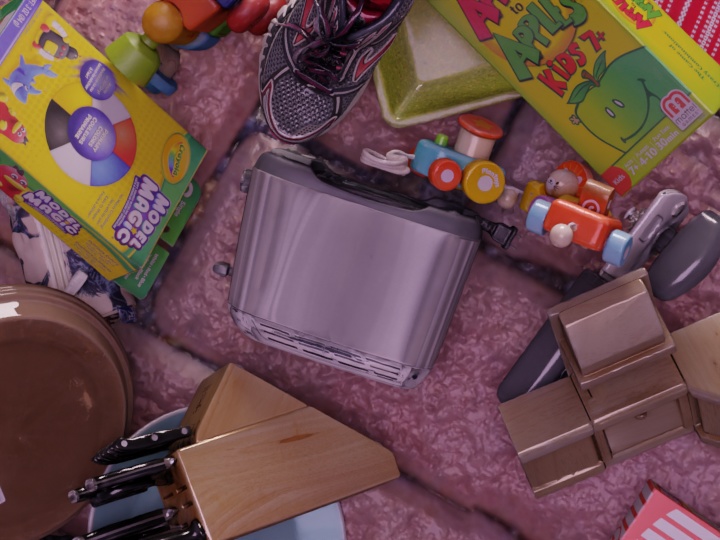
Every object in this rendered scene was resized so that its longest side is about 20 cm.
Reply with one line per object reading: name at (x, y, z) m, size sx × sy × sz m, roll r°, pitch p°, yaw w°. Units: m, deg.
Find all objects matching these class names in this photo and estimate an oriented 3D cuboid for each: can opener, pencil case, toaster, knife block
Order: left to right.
pencil case at (-0.223, -0.047, 1.347) m, size 0.078 × 0.089 × 0.200 m, roll -18°, pitch 91°, yaw -9°
knife block at (-0.094, 0.164, 1.302) m, size 0.200 × 0.064 × 0.176 m, roll 30°, pitch 65°, yaw -14°
toaster at (0.000, 0.000, 1.323) m, size 0.200 × 0.114 × 0.129 m, roll 18°, pitch 98°, yaw 1°
can opener at (0.175, 0.027, 1.332) m, size 0.200 × 0.053 × 0.066 m, roll -50°, pitch 57°, yaw 7°

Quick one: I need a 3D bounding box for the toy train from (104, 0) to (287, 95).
toy train at (-0.128, -0.172, 1.281) m, size 0.116 × 0.200 × 0.085 m, roll -43°, pitch 89°, yaw 10°

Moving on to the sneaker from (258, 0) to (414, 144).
sneaker at (-0.017, -0.164, 1.267) m, size 0.080 × 0.075 × 0.200 m, roll 25°, pitch 126°, yaw -7°

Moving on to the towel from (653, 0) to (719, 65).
towel at (0.261, -0.189, 1.306) m, size 0.200 × 0.022 × 0.145 m, roll 27°, pitch 85°, yaw -10°

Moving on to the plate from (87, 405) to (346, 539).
plate at (-0.103, 0.196, 1.344) m, size 0.200 × 0.026 × 0.201 m, roll 8°, pitch 73°, yaw -27°

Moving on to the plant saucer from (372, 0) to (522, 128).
plant saucer at (0.092, -0.219, 1.335) m, size 0.199 × 0.048 × 0.200 m, roll -14°, pitch 91°, yaw 5°

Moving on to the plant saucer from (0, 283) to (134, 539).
plant saucer at (-0.242, 0.107, 1.282) m, size 0.200 × 0.029 × 0.201 m, roll -13°, pitch 116°, yaw -28°

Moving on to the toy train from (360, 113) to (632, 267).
toy train at (0.107, -0.063, 1.281) m, size 0.200 × 0.150 × 0.056 m, roll 24°, pitch 98°, yaw 23°

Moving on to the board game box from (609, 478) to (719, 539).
board game box at (0.249, 0.269, 1.348) m, size 0.200 × 0.046 × 0.152 m, roll 33°, pitch 95°, yaw 2°

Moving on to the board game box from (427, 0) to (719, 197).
board game box at (0.143, -0.156, 1.261) m, size 0.200 × 0.048 × 0.102 m, roll 45°, pitch 135°, yaw 1°

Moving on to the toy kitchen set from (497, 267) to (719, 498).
toy kitchen set at (0.209, 0.116, 1.247) m, size 0.200 × 0.163 × 0.181 m, roll -23°, pitch 54°, yaw 2°

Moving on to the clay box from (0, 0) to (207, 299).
clay box at (-0.190, -0.083, 1.302) m, size 0.200 × 0.048 × 0.115 m, roll 41°, pitch 55°, yaw -24°

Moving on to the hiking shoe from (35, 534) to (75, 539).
hiking shoe at (-0.178, 0.275, 1.357) m, size 0.200 × 0.076 × 0.101 m, roll 40°, pitch 101°, yaw -11°
